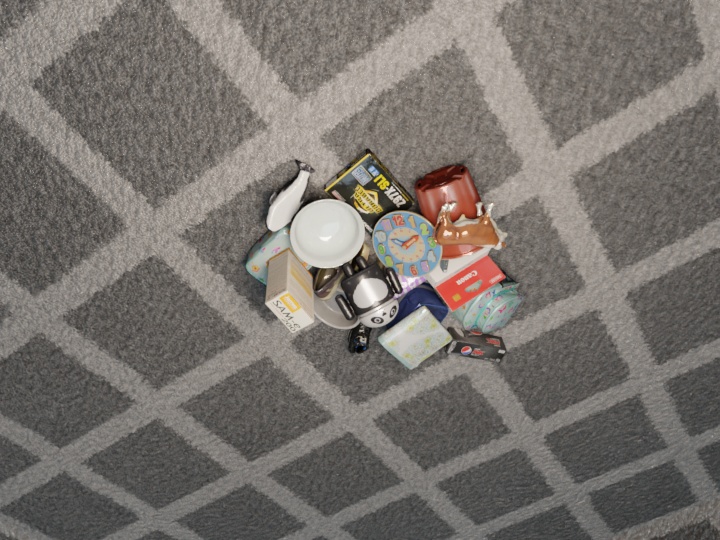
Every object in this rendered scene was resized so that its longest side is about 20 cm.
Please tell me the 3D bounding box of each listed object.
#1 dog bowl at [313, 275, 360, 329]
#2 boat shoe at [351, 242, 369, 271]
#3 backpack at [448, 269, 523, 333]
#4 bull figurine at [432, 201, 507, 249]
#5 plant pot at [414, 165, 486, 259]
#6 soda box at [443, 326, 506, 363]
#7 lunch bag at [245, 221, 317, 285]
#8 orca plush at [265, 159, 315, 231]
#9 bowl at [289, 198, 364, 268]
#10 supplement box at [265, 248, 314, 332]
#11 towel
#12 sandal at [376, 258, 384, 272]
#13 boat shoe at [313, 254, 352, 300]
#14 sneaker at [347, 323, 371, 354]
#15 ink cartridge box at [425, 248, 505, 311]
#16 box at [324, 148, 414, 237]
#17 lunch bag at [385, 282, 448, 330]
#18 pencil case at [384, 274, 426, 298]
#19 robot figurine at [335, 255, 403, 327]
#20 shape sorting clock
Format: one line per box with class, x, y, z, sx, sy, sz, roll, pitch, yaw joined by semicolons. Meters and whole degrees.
dog bowl;-0.069;0.096;1.599;0.200;0.059;0.200;14;134;15
boat shoe;0.000;0.000;1.585;0.065;0.072;0.200;7;129;-15
backpack;0.369;0.095;1.586;0.200;0.151;0.178;-2;131;-37
bull figurine;0.279;-0.109;1.326;0.199;0.065;0.122;-2;101;-9
plant pot;0.245;-0.164;1.430;0.200;0.201;0.196;-20;115;9
soda box;0.379;0.249;1.776;0.200;0.071;0.063;12;123;-12
lunch bag;-0.222;-0.038;1.537;0.160;0.077;0.200;37;114;-27
orca plush;-0.203;-0.202;1.434;0.105;0.071;0.200;13;101;-33
bowl;-0.094;-0.114;1.446;0.201;0.090;0.202;-5;119;-9
supplement box;-0.188;0.051;1.432;0.073;0.200;0.126;-28;123;13
towel;0.166;0.202;1.590;0.171;0.048;0.200;-39;134;7
sandal;0.084;-0.054;1.543;0.054;0.080;0.200;19;129;9
boat shoe;-0.078;-0.013;1.509;0.072;0.200;0.065;21;167;19
sneaker;0.016;0.183;1.680;0.073;0.112;0.200;13;122;-14
ink cartridge box;0.286;-0.009;1.500;0.200;0.176;0.045;-31;159;-16
box;0.026;-0.209;1.459;0.160;0.049;0.200;-37;118;17
lunch bag;0.159;0.134;1.650;0.136;0.132;0.200;14;123;-33
pencil case;0.128;0.020;1.563;0.200;0.084;0.086;-34;116;-3
robot figurine;0.023;0.060;1.464;0.150;0.125;0.200;-28;90;35
shape sorting clock;0.123;-0.068;1.429;0.200;0.039;0.200;13;121;23
